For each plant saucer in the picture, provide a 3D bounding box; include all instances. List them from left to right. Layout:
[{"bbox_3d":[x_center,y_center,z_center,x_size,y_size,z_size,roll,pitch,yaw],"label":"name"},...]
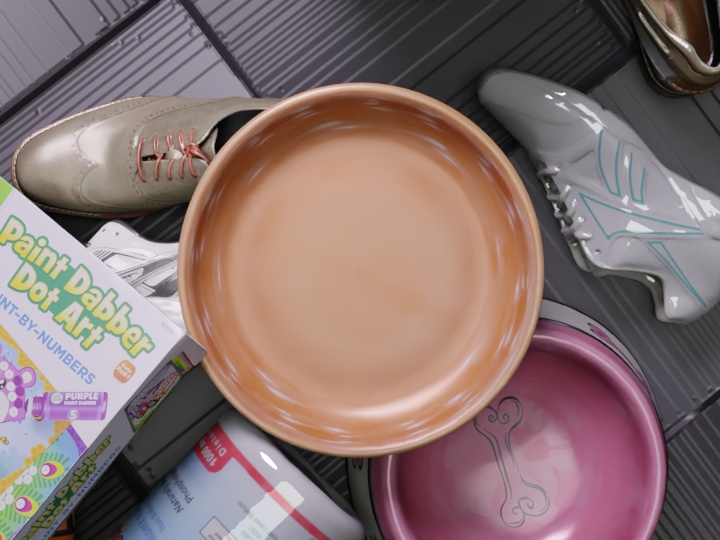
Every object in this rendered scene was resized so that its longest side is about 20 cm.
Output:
[{"bbox_3d":[0.000,0.000,0.832,0.198,0.037,0.202,0,92,-3],"label":"plant saucer"}]

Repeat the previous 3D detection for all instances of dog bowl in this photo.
[{"bbox_3d":[0.091,0.115,0.894,0.198,0.074,0.202,0,91,-3],"label":"dog bowl"}]

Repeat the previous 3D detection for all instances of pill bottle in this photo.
[{"bbox_3d":[-0.100,0.184,0.864,0.109,0.109,0.200,44,87,-4],"label":"pill bottle"}]

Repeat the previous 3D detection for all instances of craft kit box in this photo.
[{"bbox_3d":[-0.218,0.056,0.812,0.199,0.049,0.198,37,80,20],"label":"craft kit box"}]

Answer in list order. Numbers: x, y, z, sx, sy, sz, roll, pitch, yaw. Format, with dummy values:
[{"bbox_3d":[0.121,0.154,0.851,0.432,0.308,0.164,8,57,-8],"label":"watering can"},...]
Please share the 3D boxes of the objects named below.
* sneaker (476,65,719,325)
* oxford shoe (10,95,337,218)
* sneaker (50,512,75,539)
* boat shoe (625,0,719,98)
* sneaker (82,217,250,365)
[{"bbox_3d":[0.143,-0.044,0.897,0.200,0.070,0.080,37,91,-4],"label":"sneaker"},{"bbox_3d":[-0.105,-0.071,0.875,0.198,0.075,0.071,-9,92,-4],"label":"oxford shoe"},{"bbox_3d":[-0.260,0.170,0.868,0.198,0.078,0.113,-13,91,-4],"label":"sneaker"},{"bbox_3d":[0.176,-0.203,0.896,0.074,0.068,0.202,-22,92,-4],"label":"boat shoe"},{"bbox_3d":[-0.156,0.016,0.885,0.198,0.076,0.089,-7,74,-6],"label":"sneaker"}]
